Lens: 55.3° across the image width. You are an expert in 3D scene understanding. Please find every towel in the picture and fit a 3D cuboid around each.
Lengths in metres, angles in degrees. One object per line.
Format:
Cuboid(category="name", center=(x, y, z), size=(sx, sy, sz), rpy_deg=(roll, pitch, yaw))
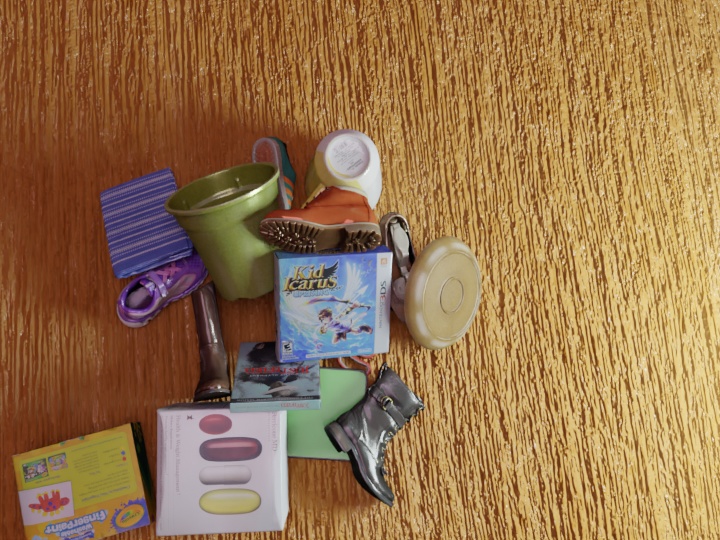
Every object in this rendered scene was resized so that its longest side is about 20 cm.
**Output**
Cuboid(category="towel", center=(-0.381, -0.086, 1.220), size=(0.142, 0.024, 0.202), rpy_deg=(-20, 58, -6))

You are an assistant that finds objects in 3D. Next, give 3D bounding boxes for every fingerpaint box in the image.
Cuboid(category="fingerpaint box", center=(-0.454, 0.362, 1.145), size=(0.196, 0.073, 0.170), rpy_deg=(-15, 81, -6))

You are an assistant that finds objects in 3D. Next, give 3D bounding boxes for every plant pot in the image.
Cuboid(category="plant pot", center=(0.153, 0.043, 1.203), size=(0.198, 0.027, 0.204), rpy_deg=(-11, 106, -41))
Cuboid(category="plant pot", center=(-0.207, -0.059, 1.166), size=(0.197, 0.201, 0.187), rpy_deg=(-19, 115, -7))

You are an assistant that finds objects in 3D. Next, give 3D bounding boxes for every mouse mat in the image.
Cuboid(category="mouse mat", center=(-0.088, 0.252, 1.218), size=(0.196, 0.008, 0.164), rpy_deg=(5, 85, -5))

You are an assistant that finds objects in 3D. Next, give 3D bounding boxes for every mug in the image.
Cuboid(category="mug", center=(-0.029, -0.160, 1.225), size=(0.146, 0.153, 0.190), rpy_deg=(8, 79, -3))

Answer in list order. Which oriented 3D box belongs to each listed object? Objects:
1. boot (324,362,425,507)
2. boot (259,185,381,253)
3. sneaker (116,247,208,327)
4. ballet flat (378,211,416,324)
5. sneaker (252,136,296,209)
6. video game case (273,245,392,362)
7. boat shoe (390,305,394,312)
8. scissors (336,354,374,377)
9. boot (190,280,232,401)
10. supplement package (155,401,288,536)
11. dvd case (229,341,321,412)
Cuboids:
Cuboid(category="boot", center=(0.049, 0.286, 1.199), size=(0.173, 0.069, 0.202), rpy_deg=(-36, 97, -20))
Cuboid(category="boot", center=(-0.069, -0.089, 1.116), size=(0.196, 0.075, 0.109), rpy_deg=(1, 59, -18))
Cuboid(category="sneaker", center=(-0.347, 0.020, 1.205), size=(0.200, 0.089, 0.081), rpy_deg=(-41, 84, -11))
Cuboid(category="ballet flat", center=(0.072, -0.005, 1.192), size=(0.067, 0.067, 0.204), rpy_deg=(-14, 84, -15))
Cuboid(category="sneaker", center=(-0.148, -0.141, 1.256), size=(0.070, 0.080, 0.204), rpy_deg=(3, 102, 24))
Cuboid(category="video game case", center=(-0.046, 0.056, 1.162), size=(0.196, 0.045, 0.185), rpy_deg=(-4, 108, -16))
Cuboid(category="boat shoe", center=(0.000, 0.000, 1.241), size=(0.199, 0.072, 0.061), rpy_deg=(33, 75, -1))
Cuboid(category="scissors", center=(-0.059, 0.120, 1.244), size=(0.198, 0.014, 0.074), rpy_deg=(30, 81, 0))
Cuboid(category="boot", center=(-0.255, 0.112, 1.147), size=(0.063, 0.186, 0.204), rpy_deg=(-5, 82, -13))
Cuboid(category="supplement package", center=(-0.220, 0.316, 1.127), size=(0.196, 0.147, 0.195), rpy_deg=(-2, 84, -3))
Cuboid(category="dvd case", center=(-0.138, 0.172, 1.147), size=(0.143, 0.201, 0.022), rpy_deg=(-1, 113, -4))
